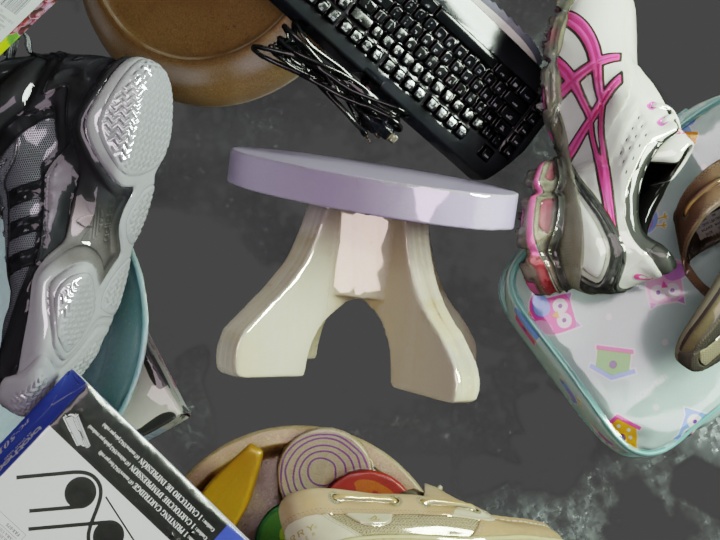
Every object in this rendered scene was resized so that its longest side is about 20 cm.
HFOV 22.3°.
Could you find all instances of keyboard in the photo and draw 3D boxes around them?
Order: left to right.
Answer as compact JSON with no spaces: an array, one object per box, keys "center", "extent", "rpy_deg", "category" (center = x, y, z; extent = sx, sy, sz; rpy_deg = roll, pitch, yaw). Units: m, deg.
[{"center":[0.020,-0.123,1.028],"extent":[0.200,0.040,0.104],"rpy_deg":[39,91,-18],"category":"keyboard"}]

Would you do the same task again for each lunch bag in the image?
[{"center":[0.189,-0.001,1.073],"extent":[0.200,0.077,0.161],"rpy_deg":[-38,82,-5],"category":"lunch bag"}]

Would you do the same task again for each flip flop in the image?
[{"center":[0.205,-0.040,1.005],"extent":[0.057,0.081,0.202],"rpy_deg":[14,80,20],"category":"flip flop"}]

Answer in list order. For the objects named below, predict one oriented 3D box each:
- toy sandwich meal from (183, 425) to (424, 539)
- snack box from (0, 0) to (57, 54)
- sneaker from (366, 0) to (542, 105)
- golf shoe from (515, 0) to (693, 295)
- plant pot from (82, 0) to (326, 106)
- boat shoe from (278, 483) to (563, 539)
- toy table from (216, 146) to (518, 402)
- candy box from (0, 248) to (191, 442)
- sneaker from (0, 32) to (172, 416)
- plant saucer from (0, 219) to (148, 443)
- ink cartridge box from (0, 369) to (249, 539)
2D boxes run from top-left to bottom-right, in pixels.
[{"center":[-0.041,0.190,1.060],"extent":[0.203,0.070,0.207],"rpy_deg":[0,86,-1],"category":"toy sandwich meal"},{"center":[-0.284,-0.142,0.967],"extent":[0.200,0.068,0.169],"rpy_deg":[-43,66,7],"category":"snack box"},{"center":[0.009,-0.156,1.085],"extent":[0.199,0.070,0.082],"rpy_deg":[37,84,3],"category":"sneaker"},{"center":[0.144,-0.078,1.022],"extent":[0.091,0.073,0.202],"rpy_deg":[-2,66,22],"category":"golf shoe"},{"center":[-0.087,-0.198,1.070],"extent":[0.198,0.027,0.202],"rpy_deg":[-1,87,24],"category":"plant pot"},{"center":[0.041,0.150,1.030],"extent":[0.071,0.199,0.065],"rpy_deg":[-45,53,32],"category":"boat shoe"},{"center":[0.000,0.000,1.031],"extent":[0.182,0.200,0.118],"rpy_deg":[4,96,-31],"category":"toy table"},{"center":[-0.218,0.074,1.071],"extent":[0.199,0.061,0.137],"rpy_deg":[-28,84,-2],"category":"candy box"},{"center":[-0.181,-0.030,0.984],"extent":[0.113,0.075,0.202],"rpy_deg":[19,89,14],"category":"sneaker"},{"center":[-0.216,0.032,1.027],"extent":[0.198,0.036,0.202],"rpy_deg":[0,83,0],"category":"plant saucer"},{"center":[-0.113,0.156,0.970],"extent":[0.094,0.044,0.200],"rpy_deg":[-46,111,-8],"category":"ink cartridge box"}]
